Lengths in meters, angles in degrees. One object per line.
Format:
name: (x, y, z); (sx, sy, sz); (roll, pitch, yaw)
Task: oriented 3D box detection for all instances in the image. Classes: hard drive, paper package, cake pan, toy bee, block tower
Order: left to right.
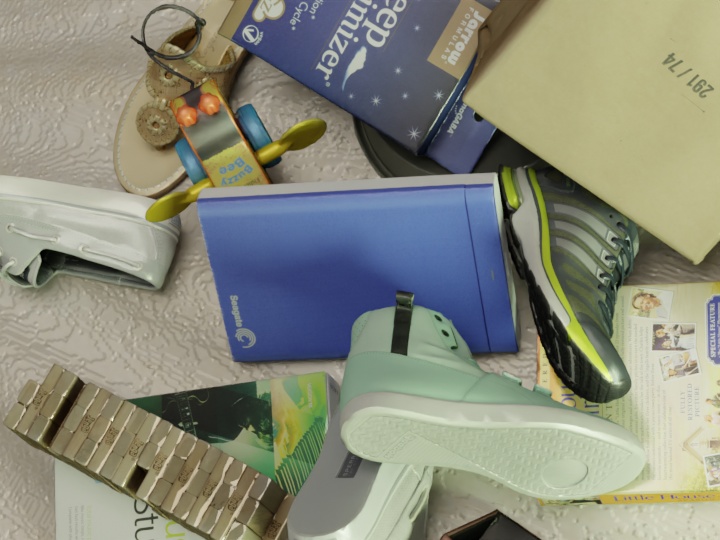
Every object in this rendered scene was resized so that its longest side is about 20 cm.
block tower: (-0.137, 0.128, 1.499); (0.200, 0.058, 0.054); (25, 78, 20)
toy bee: (-0.102, -0.082, 1.545); (0.200, 0.109, 0.131); (41, 92, 0)
hard drive: (0.000, 0.000, 1.517); (0.199, 0.132, 0.025); (-3, 34, 13)
cake pan: (0.086, -0.136, 1.593); (0.200, 0.037, 0.201); (-5, 68, 13)
paper package: (0.197, -0.137, 1.446); (0.200, 0.104, 0.191); (34, 120, -12)

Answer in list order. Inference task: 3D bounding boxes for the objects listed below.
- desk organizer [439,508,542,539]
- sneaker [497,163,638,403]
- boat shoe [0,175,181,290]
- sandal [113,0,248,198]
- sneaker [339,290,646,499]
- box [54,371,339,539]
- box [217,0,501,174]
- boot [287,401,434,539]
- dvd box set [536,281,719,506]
desk organizer: (0.135, 0.224, 1.423); (0.200, 0.072, 0.077); (33, 78, 22)
sneaker: (0.146, -0.001, 1.473); (0.081, 0.074, 0.200); (-15, 51, -1)
boat shoe: (-0.227, -0.021, 1.616); (0.199, 0.072, 0.069); (8, 71, 7)
sandal: (-0.121, -0.156, 1.634); (0.078, 0.070, 0.212); (31, 79, 23)
sneaker: (0.086, 0.074, 1.447); (0.200, 0.074, 0.118); (12, 42, -11)
box: (-0.109, 0.153, 1.531); (0.199, 0.036, 0.145); (-9, 68, 10)
box: (0.016, -0.164, 1.544); (0.200, 0.032, 0.121); (32, 99, 10)
boot: (0.015, 0.147, 1.483); (0.073, 0.096, 0.200); (2, 36, 29)
dvd box set: (0.214, 0.079, 1.480); (0.199, 0.029, 0.147); (-3, 68, 12)
